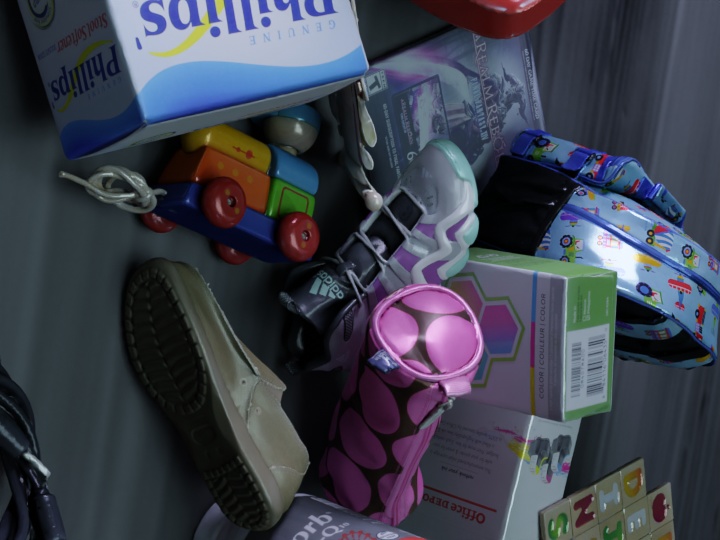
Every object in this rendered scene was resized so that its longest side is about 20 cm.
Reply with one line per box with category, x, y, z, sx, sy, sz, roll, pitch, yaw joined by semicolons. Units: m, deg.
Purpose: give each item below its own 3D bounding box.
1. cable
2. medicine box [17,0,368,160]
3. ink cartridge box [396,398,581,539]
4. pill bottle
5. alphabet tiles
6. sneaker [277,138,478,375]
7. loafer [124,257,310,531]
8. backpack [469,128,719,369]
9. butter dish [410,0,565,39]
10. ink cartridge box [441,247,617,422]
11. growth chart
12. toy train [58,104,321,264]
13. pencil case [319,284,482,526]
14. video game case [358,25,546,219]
cable;-0.250;0.111;1.000;0.199;0.050;0.165;26;53;-55
medicine box;-0.115;-0.190;1.047;0.181;0.103;0.202;-18;91;-39
ink cartridge box;0.103;0.148;1.332;0.067;0.115;0.202;15;89;-44
pill bottle;-0.025;0.223;1.172;0.115;0.199;0.117;-10;104;-41
alphabet tiles;0.196;0.251;1.353;0.199;0.006;0.168;-20;107;-42
sneaker;0.000;0.000;1.199;0.139;0.078;0.201;-9;130;-39
loafer;-0.098;0.080;1.157;0.067;0.076;0.202;-32;104;-48
backpack;0.201;-0.009;1.321;0.182;0.199;0.135;36;79;-46
butter dish;0.096;-0.243;1.234;0.200;0.199;0.148;-46;152;-24
ink cartridge box;0.096;0.041;1.248;0.059;0.199;0.105;-7;102;-41
growth chart;-0.008;-0.141;1.157;0.018;0.145;0.202;-9;115;-8
toy train;-0.107;-0.084;1.129;0.199;0.084;0.117;25;71;-42
pencil case;0.027;0.106;1.199;0.090;0.094;0.201;-21;148;-27
video game case;0.070;-0.116;1.320;0.199;0.019;0.144;-28;115;-35
